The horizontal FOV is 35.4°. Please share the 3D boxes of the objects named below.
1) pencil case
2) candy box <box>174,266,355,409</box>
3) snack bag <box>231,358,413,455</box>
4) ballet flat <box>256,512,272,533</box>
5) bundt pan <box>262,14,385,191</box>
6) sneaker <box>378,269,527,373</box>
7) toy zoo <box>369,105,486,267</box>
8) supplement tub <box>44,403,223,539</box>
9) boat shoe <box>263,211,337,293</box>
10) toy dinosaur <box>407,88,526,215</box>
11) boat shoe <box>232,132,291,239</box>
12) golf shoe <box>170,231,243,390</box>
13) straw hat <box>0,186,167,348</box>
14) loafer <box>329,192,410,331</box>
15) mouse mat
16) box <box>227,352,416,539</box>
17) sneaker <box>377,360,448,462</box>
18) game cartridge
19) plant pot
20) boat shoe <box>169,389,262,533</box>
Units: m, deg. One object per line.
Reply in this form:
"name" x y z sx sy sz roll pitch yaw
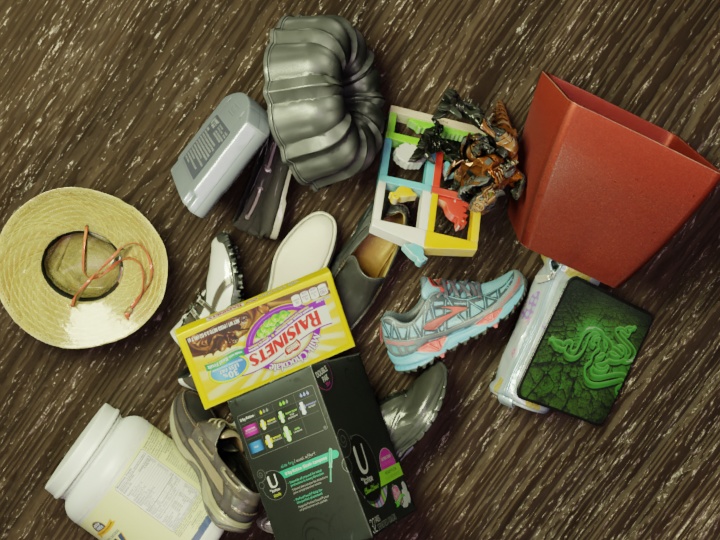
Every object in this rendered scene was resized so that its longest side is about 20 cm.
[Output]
"pencil case" 0.230 0.076 1.405 0.082 0.091 0.203 23 99 18
"candy box" -0.112 0.081 1.344 0.197 0.026 0.104 -23 111 -9
"snack bag" -0.063 0.223 1.438 0.189 0.021 0.200 -44 99 2
"ballet flat" -0.104 0.274 1.391 0.072 0.068 0.203 -24 99 -27
"bundt pan" -0.030 -0.196 1.282 0.075 0.201 0.206 -5 101 24
"sneaker" 0.112 0.044 1.397 0.198 0.079 0.096 -31 98 0
"toy zoo" 0.082 -0.095 1.347 0.129 0.021 0.203 12 63 -7
"supplement tub" -0.264 0.270 1.365 0.199 0.145 0.146 38 94 -9
"boat shoe" -0.085 0.021 1.395 0.066 0.057 0.203 25 91 4
"toy dinosaur" 0.137 -0.139 1.324 0.134 0.200 0.103 29 111 -1
"boat shoe" -0.107 -0.138 1.348 0.056 0.067 0.204 10 101 -13
"golf shoe" -0.186 0.054 1.374 0.093 0.078 0.204 0 98 -5
"straw hat" -0.330 -0.008 1.347 0.197 0.085 0.205 -2 102 -10
"loafer" 0.000 0.000 1.383 0.072 0.072 0.203 24 96 -9
"mouse mat" 0.282 0.104 1.401 0.198 0.007 0.163 21 95 -43
"box" -0.043 0.216 1.315 0.123 0.148 0.203 -24 82 21
"sneaker" 0.035 0.189 1.399 0.090 0.076 0.201 37 88 1
"game cartridge" -0.159 -0.139 1.285 0.041 0.200 0.134 33 96 -20
"plant pot" 0.278 -0.099 1.340 0.197 0.200 0.178 23 107 -8
"boat shoe" -0.163 0.214 1.342 0.074 0.201 0.073 17 122 -49
